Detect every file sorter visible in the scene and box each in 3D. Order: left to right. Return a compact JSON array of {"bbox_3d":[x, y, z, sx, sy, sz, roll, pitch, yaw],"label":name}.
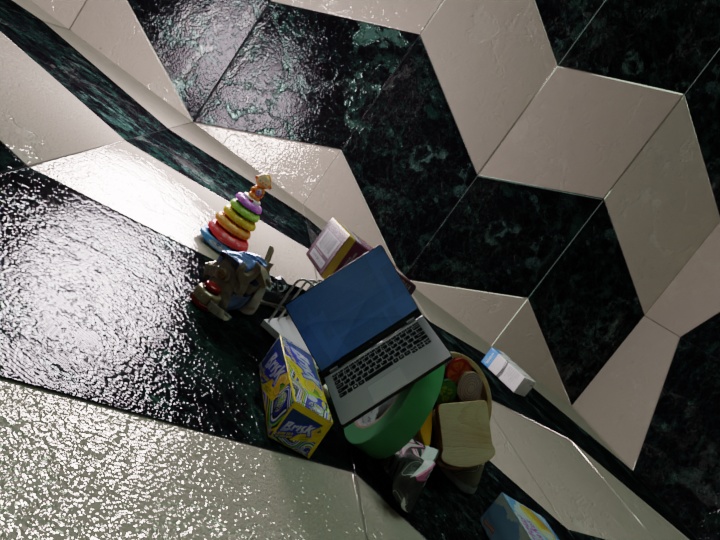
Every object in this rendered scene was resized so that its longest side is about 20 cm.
[{"bbox_3d":[-0.075,0.099,1.211,0.138,0.125,0.200,40,8,12],"label":"file sorter"}]

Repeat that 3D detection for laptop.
[{"bbox_3d":[0.005,0.090,0.917,0.117,0.185,0.200,58,-1,-28],"label":"laptop"}]

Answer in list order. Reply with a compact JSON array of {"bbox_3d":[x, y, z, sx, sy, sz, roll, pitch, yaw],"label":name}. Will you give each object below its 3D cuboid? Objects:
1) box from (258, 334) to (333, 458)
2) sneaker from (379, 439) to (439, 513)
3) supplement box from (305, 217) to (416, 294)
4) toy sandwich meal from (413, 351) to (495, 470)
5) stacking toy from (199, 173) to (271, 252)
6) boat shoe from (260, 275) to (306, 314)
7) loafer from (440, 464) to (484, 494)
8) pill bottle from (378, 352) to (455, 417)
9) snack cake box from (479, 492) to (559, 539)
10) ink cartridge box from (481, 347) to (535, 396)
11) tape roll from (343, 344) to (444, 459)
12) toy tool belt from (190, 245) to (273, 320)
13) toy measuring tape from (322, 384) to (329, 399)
[{"bbox_3d":[-0.099,0.176,0.893,0.069,0.065,0.200,34,8,-22],"label":"box"},{"bbox_3d":[0.063,0.301,0.937,0.085,0.082,0.200,27,-3,12],"label":"sneaker"},{"bbox_3d":[0.000,0.000,1.282,0.199,0.104,0.131,36,5,-27],"label":"supplement box"},{"bbox_3d":[0.166,0.246,1.076,0.203,0.208,0.070,35,-19,-16],"label":"toy sandwich meal"},{"bbox_3d":[-0.263,-0.133,1.388,0.115,0.201,0.110,36,8,-8],"label":"stacking toy"},{"bbox_3d":[-0.186,0.039,1.280,0.198,0.063,0.075,27,14,-45],"label":"boat shoe"},{"bbox_3d":[0.155,0.325,1.157,0.199,0.070,0.075,41,9,22],"label":"loafer"},{"bbox_3d":[0.103,0.220,1.147,0.196,0.106,0.104,-6,29,-24],"label":"pill bottle"},{"bbox_3d":[0.283,0.463,0.975,0.114,0.068,0.200,36,8,-21],"label":"snack cake box"},{"bbox_3d":[0.632,0.433,2.612,0.200,0.085,0.145,45,11,37],"label":"ink cartridge box"},{"bbox_3d":[0.050,0.193,0.967,0.048,0.202,0.201,35,8,-17],"label":"tape roll"},{"bbox_3d":[-0.219,0.005,1.095,0.124,0.124,0.200,38,8,8],"label":"toy tool belt"},{"bbox_3d":[-0.035,0.198,1.142,0.073,0.074,0.200,38,31,7],"label":"toy measuring tape"}]
